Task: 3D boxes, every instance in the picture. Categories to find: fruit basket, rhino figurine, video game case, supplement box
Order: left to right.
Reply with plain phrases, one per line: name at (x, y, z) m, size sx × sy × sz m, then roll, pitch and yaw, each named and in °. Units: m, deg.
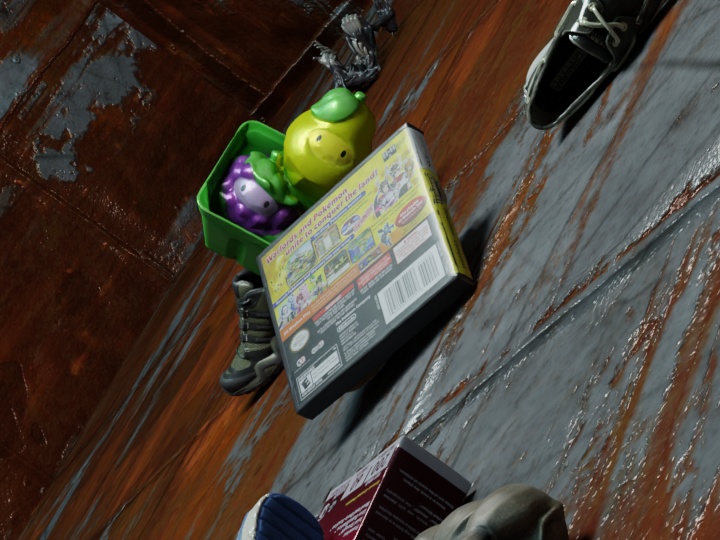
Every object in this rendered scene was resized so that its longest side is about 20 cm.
fruit basket at (-0.050, -0.081, 2.195) m, size 0.216 × 0.215 × 0.156 m, roll -43°, pitch 14°, yaw 52°
supplement box at (-0.010, 0.214, 1.365) m, size 0.109 × 0.061 × 0.201 m, roll -43°, pitch 16°, yaw 51°
video game case at (0.000, 0.000, 1.846) m, size 0.200 × 0.025 × 0.182 m, roll -41°, pitch 45°, yaw 26°
rhino figurine at (0.051, 0.170, 1.198) m, size 0.087 × 0.060 × 0.200 m, roll -37°, pitch -1°, yaw -29°

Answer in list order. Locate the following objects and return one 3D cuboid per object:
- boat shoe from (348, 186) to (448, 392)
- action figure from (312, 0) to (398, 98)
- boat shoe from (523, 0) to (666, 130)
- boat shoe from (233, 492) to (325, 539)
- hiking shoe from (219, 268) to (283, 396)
boat shoe at (0.028, 0.018, 1.895) m, size 0.201 × 0.070 × 0.069 m, roll -62°, pitch -17°, yaw 0°
action figure at (-0.015, -0.328, 3.246) m, size 0.119 × 0.102 × 0.201 m, roll -32°, pitch 20°, yaw 38°
boat shoe at (0.200, -0.199, 1.776) m, size 0.201 × 0.070 × 0.064 m, roll -59°, pitch 5°, yaw 31°
boat shoe at (-0.070, 0.214, 1.299) m, size 0.073 × 0.072 × 0.200 m, roll -53°, pitch 1°, yaw 24°
hiking shoe at (-0.106, 0.045, 2.343) m, size 0.200 × 0.100 × 0.076 m, roll -51°, pitch 9°, yaw 20°
